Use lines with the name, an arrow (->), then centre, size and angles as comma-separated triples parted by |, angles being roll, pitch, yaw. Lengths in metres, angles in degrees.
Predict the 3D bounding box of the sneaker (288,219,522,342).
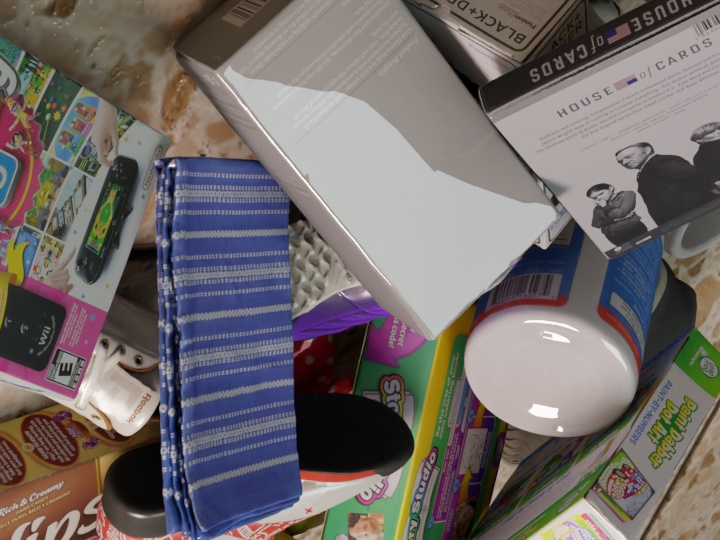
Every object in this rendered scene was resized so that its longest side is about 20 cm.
sneaker -> 0.000, -0.001, 1.112 | 0.199, 0.070, 0.100 | -12, 167, -1

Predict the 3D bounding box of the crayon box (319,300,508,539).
crayon box -> 0.044, 0.115, 1.224 | 0.172, 0.058, 0.201 | 11, 92, -66

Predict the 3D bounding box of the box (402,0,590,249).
box -> 0.075, -0.109, 1.050 | 0.060, 0.116, 0.200 | -48, 154, -16

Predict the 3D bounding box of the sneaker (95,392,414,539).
sneaker -> -0.068, 0.142, 1.107 | 0.200, 0.067, 0.108 | -12, 141, -28

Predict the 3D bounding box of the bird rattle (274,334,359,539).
bird rattle -> -0.034, 0.117, 1.239 | 0.163, 0.112, 0.201 | -24, 128, -48

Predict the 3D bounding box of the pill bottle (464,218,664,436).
pill bottle -> 0.140, 0.002, 1.194 | 0.201, 0.111, 0.113 | -68, 167, -45

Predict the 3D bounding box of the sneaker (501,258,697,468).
sneaker -> 0.193, 0.082, 1.432 | 0.200, 0.075, 0.106 | -53, 143, 7

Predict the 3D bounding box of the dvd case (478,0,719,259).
dvd case -> 0.168, -0.081, 0.994 | 0.150, 0.025, 0.200 | -26, 149, 15

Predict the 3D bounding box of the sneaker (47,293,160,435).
sneaker -> -0.154, 0.043, 1.012 | 0.073, 0.085, 0.200 | -52, 144, 12

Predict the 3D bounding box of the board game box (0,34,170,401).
board game box -> -0.192, -0.034, 0.868 | 0.200, 0.064, 0.148 | 30, 76, -55

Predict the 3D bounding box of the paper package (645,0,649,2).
paper package -> 0.254, -0.176, 1.130 | 0.104, 0.200, 0.190 | -49, 147, 7

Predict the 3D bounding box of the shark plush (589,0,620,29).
shark plush -> 0.106, -0.133, 1.136 | 0.083, 0.091, 0.200 | -26, 159, 26

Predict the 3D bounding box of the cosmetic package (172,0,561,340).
cosmetic package -> 0.006, -0.072, 0.987 | 0.107, 0.090, 0.200 | -41, 116, -8

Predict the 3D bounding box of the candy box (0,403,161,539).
candy box -> -0.177, 0.138, 1.107 | 0.199, 0.056, 0.117 | -19, 137, -37

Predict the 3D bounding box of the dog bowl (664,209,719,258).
dog bowl -> 0.271, -0.090, 1.315 | 0.200, 0.059, 0.200 | -38, 160, -17

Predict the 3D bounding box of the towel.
towel -> -0.067, 0.039, 0.987 | 0.145, 0.024, 0.202 | -4, 93, -66

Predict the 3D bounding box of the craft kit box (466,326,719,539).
craft kit box -> 0.136, 0.148, 1.183 | 0.200, 0.049, 0.197 | -46, 178, 43
